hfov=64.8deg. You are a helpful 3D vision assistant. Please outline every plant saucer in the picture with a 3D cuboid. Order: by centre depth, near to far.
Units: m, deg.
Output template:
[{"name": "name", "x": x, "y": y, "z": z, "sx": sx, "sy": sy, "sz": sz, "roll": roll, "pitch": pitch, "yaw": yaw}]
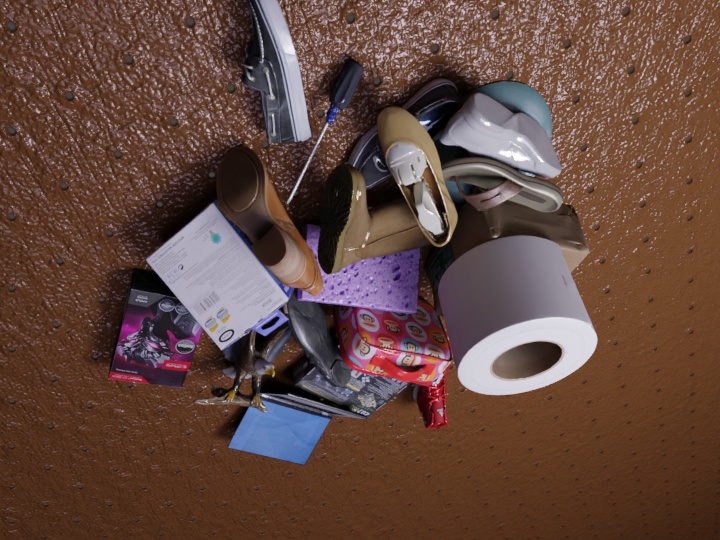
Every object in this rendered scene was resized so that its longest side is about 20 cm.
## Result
[{"name": "plant saucer", "x": 0.201, "y": -0.174, "z": 0.844, "sx": 0.194, "sy": 0.036, "sz": 0.204, "roll": -8, "pitch": 130, "yaw": -10}]

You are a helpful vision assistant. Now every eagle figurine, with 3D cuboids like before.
[{"name": "eagle figurine", "x": -0.172, "y": 0.130, "z": 0.945, "sx": 0.151, "sy": 0.147, "sz": 0.206, "roll": 14, "pitch": 91, "yaw": -70}]

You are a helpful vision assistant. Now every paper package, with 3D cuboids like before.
[{"name": "paper package", "x": 0.225, "y": -0.018, "z": 0.909, "sx": 0.185, "sy": 0.106, "sz": 0.202, "roll": 8, "pitch": 139, "yaw": -19}]

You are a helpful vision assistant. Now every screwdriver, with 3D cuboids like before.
[{"name": "screwdriver", "x": -0.048, "y": -0.176, "z": 0.739, "sx": 0.028, "sy": 0.029, "sz": 0.204, "roll": 6, "pitch": 110, "yaw": -64}]

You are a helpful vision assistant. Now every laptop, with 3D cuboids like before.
[{"name": "laptop", "x": -0.122, "y": 0.309, "z": 1.087, "sx": 0.184, "sy": 0.119, "sz": 0.198, "roll": 24, "pitch": 159, "yaw": -31}]

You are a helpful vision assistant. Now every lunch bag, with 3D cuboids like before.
[{"name": "lunch bag", "x": 0.057, "y": 0.112, "z": 0.942, "sx": 0.195, "sy": 0.178, "sz": 0.083, "roll": 16, "pitch": 124, "yaw": -26}]

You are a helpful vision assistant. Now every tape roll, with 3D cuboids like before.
[{"name": "tape roll", "x": 0.220, "y": 0.070, "z": 0.821, "sx": 0.196, "sy": 0.142, "sz": 0.205, "roll": -5, "pitch": 142, "yaw": -4}]

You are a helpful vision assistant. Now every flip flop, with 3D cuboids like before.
[{"name": "flip flop", "x": 0.188, "y": -0.108, "z": 0.789, "sx": 0.194, "sy": 0.081, "sz": 0.059, "roll": 16, "pitch": 82, "yaw": -12}]

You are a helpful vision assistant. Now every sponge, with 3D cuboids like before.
[{"name": "sponge", "x": 0.000, "y": 0.000, "z": 0.889, "sx": 0.194, "sy": 0.030, "sz": 0.115, "roll": 8, "pitch": 83, "yaw": -22}]

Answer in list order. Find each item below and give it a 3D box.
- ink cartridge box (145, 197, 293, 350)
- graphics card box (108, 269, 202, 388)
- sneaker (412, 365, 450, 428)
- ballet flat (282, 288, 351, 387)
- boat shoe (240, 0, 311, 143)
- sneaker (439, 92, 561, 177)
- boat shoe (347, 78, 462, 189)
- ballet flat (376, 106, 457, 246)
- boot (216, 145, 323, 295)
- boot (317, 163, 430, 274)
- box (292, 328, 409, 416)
[{"name": "ink cartridge box", "x": -0.186, "y": 0.014, "z": 0.812, "sx": 0.135, "sy": 0.077, "sz": 0.202, "roll": -34, "pitch": 103, "yaw": 15}, {"name": "graphics card box", "x": -0.322, "y": 0.100, "z": 0.909, "sx": 0.122, "sy": 0.051, "sz": 0.203, "roll": 13, "pitch": 123, "yaw": -25}, {"name": "sneaker", "x": 0.155, "y": 0.229, "z": 1.105, "sx": 0.076, "sy": 0.117, "sz": 0.204, "roll": -7, "pitch": 130, "yaw": -9}, {"name": "ballet flat", "x": -0.077, "y": 0.111, "z": 0.908, "sx": 0.066, "sy": 0.056, "sz": 0.203, "roll": -43, "pitch": 121, "yaw": -30}, {"name": "boat shoe", "x": -0.109, "y": -0.236, "z": 0.680, "sx": 0.069, "sy": 0.073, "sz": 0.203, "roll": -18, "pitch": 133, "yaw": -6}, {"name": "sneaker", "x": 0.194, "y": -0.171, "z": 0.786, "sx": 0.196, "sy": 0.077, "sz": 0.088, "roll": 19, "pitch": 142, "yaw": -32}, {"name": "boat shoe", "x": 0.061, "y": -0.175, "z": 0.783, "sx": 0.198, "sy": 0.067, "sz": 0.070, "roll": -38, "pitch": 129, "yaw": 15}, {"name": "ballet flat", "x": 0.078, "y": -0.117, "z": 0.741, "sx": 0.067, "sy": 0.064, "sz": 0.202, "roll": -16, "pitch": 125, "yaw": 28}, {"name": "boot", "x": -0.121, "y": -0.059, "z": 0.784, "sx": 0.072, "sy": 0.204, "sz": 0.155, "roll": -27, "pitch": 158, "yaw": 7}, {"name": "boot", "x": 0.036, "y": -0.087, "z": 0.809, "sx": 0.196, "sy": 0.067, "sz": 0.178, "roll": -18, "pitch": 144, "yaw": -32}, {"name": "box", "x": -0.005, "y": 0.192, "z": 1.075, "sx": 0.161, "sy": 0.050, "sz": 0.198, "roll": -43, "pitch": 127, "yaw": 18}]
